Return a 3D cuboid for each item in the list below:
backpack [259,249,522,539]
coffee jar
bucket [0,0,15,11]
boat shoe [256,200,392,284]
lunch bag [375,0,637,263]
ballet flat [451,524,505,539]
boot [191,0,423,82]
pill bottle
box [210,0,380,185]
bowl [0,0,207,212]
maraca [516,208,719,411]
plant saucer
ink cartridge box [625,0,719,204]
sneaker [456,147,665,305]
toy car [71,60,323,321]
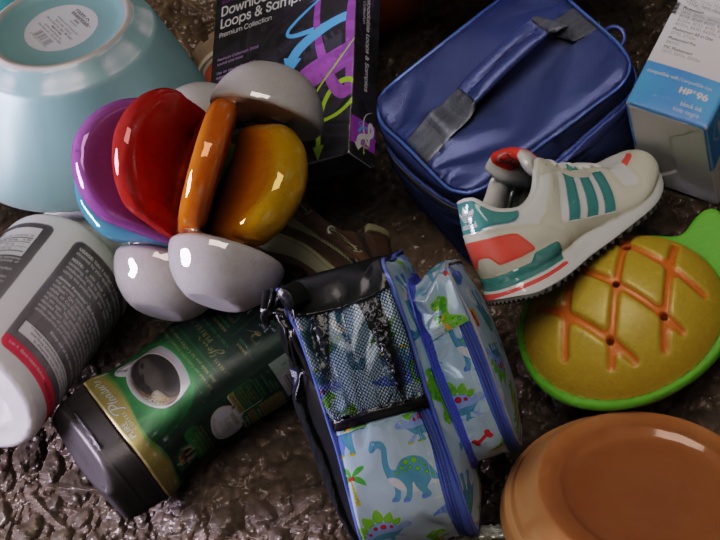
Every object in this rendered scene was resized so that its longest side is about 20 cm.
[{"bbox_3d":[0.032,0.089,1.525,0.147,0.183,0.201,-15,90,5],"label":"backpack"},{"bbox_3d":[-0.125,0.089,1.655,0.200,0.085,0.104,-37,55,-8],"label":"coffee jar"},{"bbox_3d":[-0.320,-0.242,1.848,0.207,0.135,0.208,-8,58,13],"label":"bucket"},{"bbox_3d":[-0.002,-0.003,1.680,0.202,0.075,0.075,31,75,27],"label":"boat shoe"},{"bbox_3d":[0.120,-0.117,1.679,0.200,0.132,0.136,-40,60,-8],"label":"lunch bag"},{"bbox_3d":[0.150,0.211,1.532,0.199,0.072,0.072,4,63,16],"label":"ballet flat"},{"bbox_3d":[-0.026,-0.168,1.785,0.200,0.075,0.107,-27,64,7],"label":"boot"},{"bbox_3d":[-0.242,0.028,1.682,0.110,0.111,0.200,14,45,20],"label":"pill bottle"},{"bbox_3d":[-0.052,-0.157,1.703,0.143,0.036,0.201,-15,61,34],"label":"box"},{"bbox_3d":[-0.219,-0.147,1.717,0.200,0.105,0.201,-7,42,6],"label":"bowl"},{"bbox_3d":[0.208,0.027,1.593,0.200,0.107,0.137,-24,57,-1],"label":"maraca"},{"bbox_3d":[0.195,0.161,1.514,0.199,0.038,0.200,4,39,-3],"label":"plant saucer"},{"bbox_3d":[0.274,-0.167,1.677,0.068,0.116,0.200,20,69,22],"label":"ink cartridge box"},{"bbox_3d":[0.141,-0.057,1.581,0.070,0.094,0.200,-12,20,49],"label":"sneaker"},{"bbox_3d":[-0.129,-0.066,1.582,0.200,0.150,0.176,-10,63,57],"label":"toy car"}]
